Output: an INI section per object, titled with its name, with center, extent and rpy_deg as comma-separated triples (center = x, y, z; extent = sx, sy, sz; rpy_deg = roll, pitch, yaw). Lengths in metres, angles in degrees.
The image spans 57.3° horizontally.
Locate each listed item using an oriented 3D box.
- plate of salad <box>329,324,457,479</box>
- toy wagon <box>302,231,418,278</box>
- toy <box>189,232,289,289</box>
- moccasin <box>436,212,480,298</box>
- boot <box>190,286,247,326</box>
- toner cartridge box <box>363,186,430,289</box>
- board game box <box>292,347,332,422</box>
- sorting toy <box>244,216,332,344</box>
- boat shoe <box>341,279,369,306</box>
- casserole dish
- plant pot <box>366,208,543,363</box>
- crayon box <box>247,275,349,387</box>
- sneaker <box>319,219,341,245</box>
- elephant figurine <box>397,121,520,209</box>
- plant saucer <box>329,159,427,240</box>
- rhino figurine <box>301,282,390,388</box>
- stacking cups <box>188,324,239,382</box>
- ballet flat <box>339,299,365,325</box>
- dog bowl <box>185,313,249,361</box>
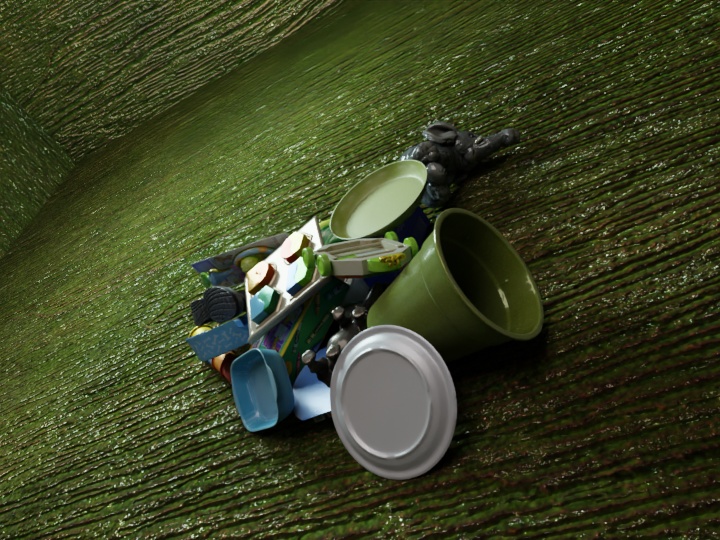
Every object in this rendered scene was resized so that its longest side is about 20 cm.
[plate of salad]
center = 0.043, 0.172, 0.873
extent = 0.200, 0.048, 0.200
rpy_deg = -2, 87, 37
[toy wagon]
center = 0.008, -0.019, 0.987
extent = 0.155, 0.040, 0.200
rpy_deg = -12, 15, -21
[toy]
center = -0.213, 0.000, 1.275
extent = 0.200, 0.115, 0.047
rpy_deg = -14, 60, 10
[moccasin]
center = 0.178, -0.026, 1.051
extent = 0.068, 0.080, 0.200
rpy_deg = -27, 47, 10
[boot]
center = -0.236, 0.057, 1.275
extent = 0.131, 0.070, 0.200
rpy_deg = -13, 2, -35
[toner cartridge box]
center = 0.060, -0.048, 1.164
extent = 0.043, 0.095, 0.200
rpy_deg = -11, 40, 36
[board game box]
center = -0.013, 0.166, 1.017
extent = 0.200, 0.039, 0.158
rpy_deg = -23, 28, 19
[sorting toy]
center = -0.134, 0.009, 1.129
extent = 0.185, 0.036, 0.200
rpy_deg = -39, 33, 18
[boat shoe]
center = -0.002, -0.002, 1.188
extent = 0.060, 0.072, 0.202
rpy_deg = 7, 57, 43
[casserole dish]
center = -0.154, 0.187, 1.040
extent = 0.039, 0.121, 0.200
rpy_deg = -12, -12, -30
[plant pot]
center = 0.112, 0.051, 0.907
extent = 0.190, 0.200, 0.200
rpy_deg = -40, 26, 35
[crayon box]
center = -0.110, 0.091, 1.129
extent = 0.119, 0.058, 0.200
rpy_deg = 22, 83, 58
[sneaker]
center = 0.007, -0.071, 1.262
extent = 0.200, 0.074, 0.084
rpy_deg = -20, 62, -6
[elephant figurine]
center = 0.175, -0.219, 1.266
extent = 0.200, 0.155, 0.142
rpy_deg = -41, -13, -25
[plant saucer]
center = 0.036, -0.117, 1.158
extent = 0.200, 0.031, 0.200
rpy_deg = -27, 33, 19
[rhino figurine]
center = -0.006, 0.091, 0.992
extent = 0.060, 0.088, 0.200
rpy_deg = 14, 53, 34
[stacking cups]
center = -0.271, 0.167, 1.259
extent = 0.061, 0.061, 0.200
rpy_deg = -44, 35, -11
[ballet flat]
center = 0.054, 0.063, 1.074
extent = 0.200, 0.067, 0.064
rpy_deg = -23, 62, 24
[dog bowl]
center = -0.218, 0.110, 1.201
extent = 0.200, 0.050, 0.111
rpy_deg = -22, 1, -42
